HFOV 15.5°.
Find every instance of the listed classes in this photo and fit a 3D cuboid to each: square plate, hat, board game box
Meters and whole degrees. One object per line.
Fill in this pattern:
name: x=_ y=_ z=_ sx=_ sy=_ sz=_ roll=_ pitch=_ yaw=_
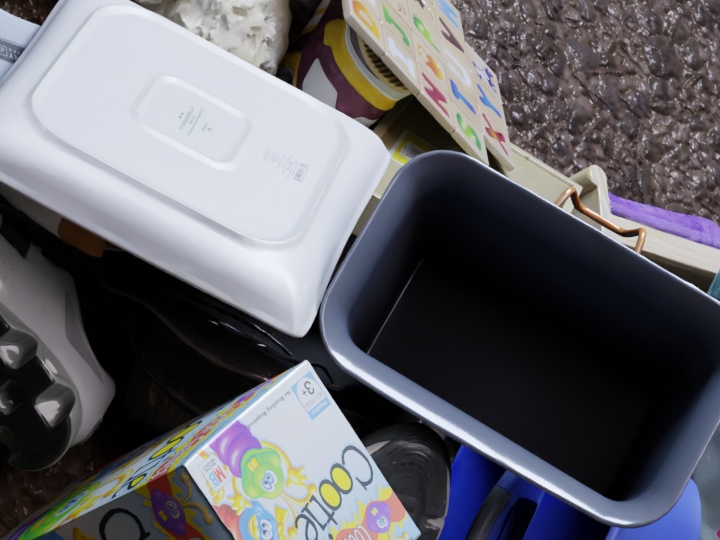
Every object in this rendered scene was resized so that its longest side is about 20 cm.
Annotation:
square plate: x=-0.088 y=-0.068 z=1.342 sx=0.197 sy=0.029 sz=0.200 roll=27 pitch=33 yaw=-1
hat: x=-0.076 y=0.062 z=1.396 sx=0.200 sy=0.200 sz=0.081 roll=23 pitch=98 yaw=-32
board game box: x=-0.087 y=0.139 z=1.290 sx=0.105 sy=0.199 sz=0.103 roll=-39 pitch=98 yaw=-45

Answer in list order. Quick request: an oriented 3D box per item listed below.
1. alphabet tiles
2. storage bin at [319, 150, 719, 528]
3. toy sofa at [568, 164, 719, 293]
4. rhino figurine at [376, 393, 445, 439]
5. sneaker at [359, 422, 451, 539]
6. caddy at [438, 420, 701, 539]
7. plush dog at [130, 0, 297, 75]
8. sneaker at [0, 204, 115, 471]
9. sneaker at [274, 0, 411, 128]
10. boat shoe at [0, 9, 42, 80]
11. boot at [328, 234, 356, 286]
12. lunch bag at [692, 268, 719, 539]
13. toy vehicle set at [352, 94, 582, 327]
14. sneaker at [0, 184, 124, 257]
alphabet tiles: x=0.027 y=-0.150 z=1.543 sx=0.200 sy=0.006 sz=0.167 roll=45 pitch=23 yaw=-31
storage bin: x=0.086 y=0.038 z=1.354 sx=0.199 sy=0.134 sz=0.146 roll=30 pitch=79 yaw=3
toy sofa: x=0.192 y=-0.017 z=1.697 sx=0.199 sy=0.083 sz=0.098 roll=15 pitch=62 yaw=-37
rhino figurine: x=0.064 y=0.067 z=1.559 sx=0.199 sy=0.060 sz=0.088 roll=-29 pitch=89 yaw=-43
sneaker: x=-0.015 y=0.127 z=1.374 sx=0.074 sy=0.200 sz=0.085 roll=24 pitch=45 yaw=-16
caddy: x=0.096 y=0.160 z=1.464 sx=0.105 sy=0.141 sz=0.201 roll=30 pitch=84 yaw=-39
plush dog: x=-0.091 y=-0.175 z=1.489 sx=0.200 sy=0.160 sz=0.173 roll=-38 pitch=122 yaw=-44
sneaker: x=-0.196 y=0.004 z=1.357 sx=0.201 sy=0.074 sz=0.088 roll=59 pitch=27 yaw=-2
sneaker: x=-0.011 y=-0.136 z=1.583 sx=0.075 sy=0.090 sz=0.200 roll=49 pitch=20 yaw=-14
boat shoe: x=-0.215 y=-0.110 z=1.385 sx=0.199 sy=0.068 sz=0.074 roll=17 pitch=56 yaw=-43
boot: x=0.000 y=0.000 z=1.489 sx=0.146 sy=0.071 sz=0.200 roll=40 pitch=32 yaw=19
lunch bag: x=0.282 y=0.086 z=1.641 sx=0.170 sy=0.121 sz=0.202 roll=-5 pitch=90 yaw=-43
toy vehicle set: x=0.056 y=-0.041 z=1.520 sx=0.124 sy=0.027 sz=0.200 roll=32 pitch=22 yaw=2
sneaker: x=-0.104 y=-0.045 z=1.396 sx=0.085 sy=0.073 sz=0.200 roll=40 pitch=31 yaw=16
